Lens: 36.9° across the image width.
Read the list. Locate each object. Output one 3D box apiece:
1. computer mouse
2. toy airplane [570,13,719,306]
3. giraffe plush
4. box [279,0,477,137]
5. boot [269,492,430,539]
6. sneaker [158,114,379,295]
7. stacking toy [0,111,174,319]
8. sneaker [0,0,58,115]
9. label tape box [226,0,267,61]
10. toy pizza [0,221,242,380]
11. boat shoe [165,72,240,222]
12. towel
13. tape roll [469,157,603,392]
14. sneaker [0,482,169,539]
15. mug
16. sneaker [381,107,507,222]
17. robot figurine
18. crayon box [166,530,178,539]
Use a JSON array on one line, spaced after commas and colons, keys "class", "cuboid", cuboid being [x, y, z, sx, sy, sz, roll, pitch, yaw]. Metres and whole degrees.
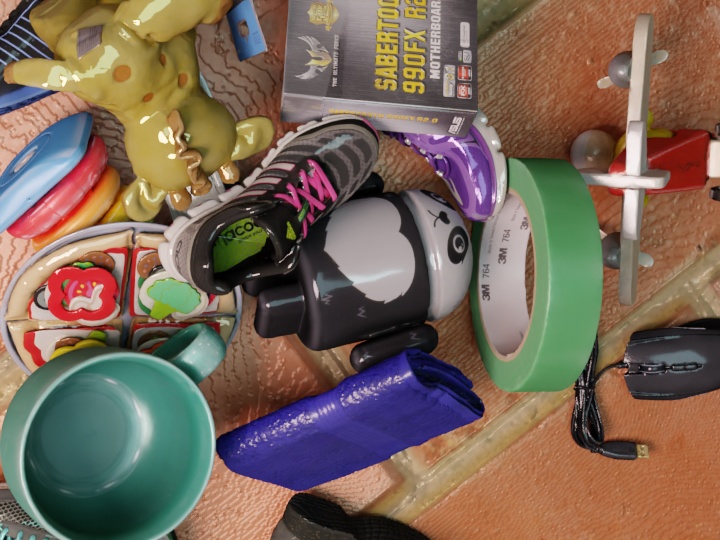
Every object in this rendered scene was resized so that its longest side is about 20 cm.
[{"class": "computer mouse", "cuboid": [0.300, 0.120, 1.062, 0.199, 0.046, 0.141, -1, 97, -12]}, {"class": "toy airplane", "cuboid": [0.244, -0.095, 0.972, 0.199, 0.141, 0.200, 47, 67, -43]}, {"class": "giraffe plush", "cuboid": [-0.149, -0.137, 0.816, 0.172, 0.200, 0.162, -18, 125, 17]}, {"class": "box", "cuboid": [0.017, -0.215, 0.899, 0.158, 0.048, 0.201, 5, 69, -6]}, {"class": "boot", "cuboid": [-0.014, 0.297, 1.021, 0.199, 0.068, 0.131, 24, 105, -17]}, {"class": "sneaker", "cuboid": [-0.060, -0.045, 0.837, 0.200, 0.087, 0.074, -34, 123, -8]}, {"class": "stacking toy", "cuboid": [-0.208, -0.026, 0.911, 0.116, 0.110, 0.200, -39, 116, 12]}, {"class": "sneaker", "cuboid": [-0.275, -0.180, 0.886, 0.199, 0.070, 0.078, -26, 100, -15]}, {"class": "label tape box", "cuboid": [-0.094, -0.278, 0.870, 0.063, 0.144, 0.201, -22, 103, -11]}, {"class": "toy pizza", "cuboid": [-0.196, 0.045, 0.901, 0.199, 0.032, 0.201, -10, 131, -11]}, {"class": "boat shoe", "cuboid": [-0.145, -0.095, 0.928, 0.075, 0.060, 0.201, -10, 103, 2]}, {"class": "towel", "cuboid": [-0.009, 0.127, 0.927, 0.199, 0.050, 0.148, -26, 149, 20]}, {"class": "tape roll", "cuboid": [0.146, 0.004, 0.933, 0.048, 0.200, 0.201, 1, 98, -12]}, {"class": "sneaker", "cuboid": [-0.251, 0.227, 0.883, 0.199, 0.091, 0.078, 12, 92, -12]}, {"class": "mug", "cuboid": [-0.193, 0.133, 0.865, 0.184, 0.114, 0.153, -13, 95, -30]}, {"class": "sneaker", "cuboid": [0.052, -0.123, 0.941, 0.083, 0.081, 0.200, -30, 83, -26]}, {"class": "robot figurine", "cuboid": [0.000, -0.002, 0.936, 0.199, 0.125, 0.151, -13, 106, -15]}, {"class": "crayon box", "cuboid": [-0.212, 0.302, 0.974, 0.125, 0.052, 0.201, -20, 102, -9]}]
